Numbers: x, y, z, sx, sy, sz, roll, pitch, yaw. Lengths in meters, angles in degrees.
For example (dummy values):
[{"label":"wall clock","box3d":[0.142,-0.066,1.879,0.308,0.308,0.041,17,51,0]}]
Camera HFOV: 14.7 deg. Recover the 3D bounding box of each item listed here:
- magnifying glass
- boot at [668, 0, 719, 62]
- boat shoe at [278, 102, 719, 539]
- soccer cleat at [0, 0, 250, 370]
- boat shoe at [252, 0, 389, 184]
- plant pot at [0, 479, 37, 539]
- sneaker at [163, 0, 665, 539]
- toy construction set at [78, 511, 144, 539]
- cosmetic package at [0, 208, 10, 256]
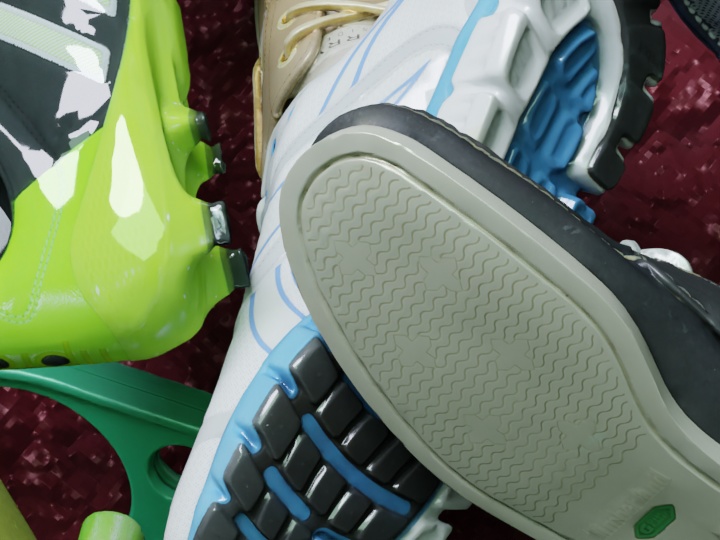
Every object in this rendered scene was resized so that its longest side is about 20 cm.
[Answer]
[{"label":"magnifying glass","box3d":[-0.039,0.051,0.756,0.200,0.080,0.022,-3,33,19]},{"label":"boot","box3d":[0.133,-0.046,0.725,0.073,0.200,0.091,-13,70,36]},{"label":"boat shoe","box3d":[0.062,0.027,0.668,0.200,0.072,0.068,39,39,-17]},{"label":"soccer cleat","box3d":[-0.082,-0.068,0.704,0.081,0.068,0.200,-12,63,2]},{"label":"boat shoe","box3d":[0.006,-0.045,0.795,0.074,0.069,0.200,-8,72,3]},{"label":"plant pot","box3d":[-0.094,0.171,0.598,0.187,0.187,0.200,-39,93,-7]},{"label":"sneaker","box3d":[0.000,0.000,0.715,0.087,0.075,0.200,14,66,45]},{"label":"toy construction set","box3d":[-0.123,0.073,0.722,0.131,0.200,0.092,-20,25,31]},{"label":"cosmetic package","box3d":[-0.200,-0.036,0.763,0.200,0.052,0.151,42,75,-25]}]
